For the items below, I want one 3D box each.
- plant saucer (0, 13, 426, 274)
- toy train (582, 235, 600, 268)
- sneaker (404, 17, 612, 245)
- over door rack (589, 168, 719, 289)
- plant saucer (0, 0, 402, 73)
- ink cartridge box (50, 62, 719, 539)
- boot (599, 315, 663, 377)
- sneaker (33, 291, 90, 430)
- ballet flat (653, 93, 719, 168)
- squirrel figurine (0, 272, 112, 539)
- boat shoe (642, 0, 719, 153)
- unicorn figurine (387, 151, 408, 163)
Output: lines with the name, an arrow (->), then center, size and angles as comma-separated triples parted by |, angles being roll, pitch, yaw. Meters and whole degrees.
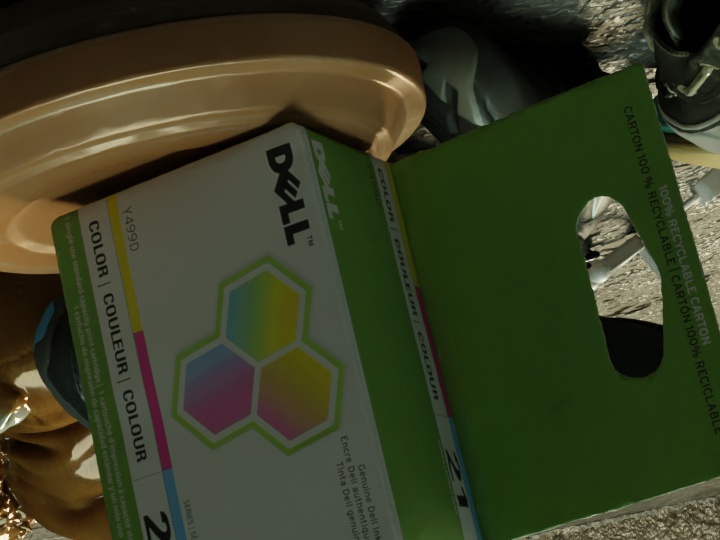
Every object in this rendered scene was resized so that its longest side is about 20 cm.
plant saucer -> -0.072, -0.038, 0.766 | 0.198, 0.033, 0.200 | -12, 167, -3
toy train -> 0.084, 0.003, 1.090 | 0.045, 0.034, 0.200 | -9, -169, 18
sneaker -> 0.069, -0.066, 0.876 | 0.079, 0.075, 0.200 | -43, 158, 1
over door rack -> 0.201, 0.030, 1.185 | 0.066, 0.148, 0.200 | -39, 176, -20
plant saucer -> -0.081, -0.064, 0.776 | 0.198, 0.030, 0.200 | -12, 168, -3
ink cartridge box -> 0.010, 0.023, 0.709 | 0.199, 0.149, 0.076 | -21, 164, 23
boot -> 0.070, 0.026, 0.899 | 0.196, 0.074, 0.163 | 10, 161, 6
sneaker -> -0.043, 0.059, 0.913 | 0.199, 0.074, 0.082 | 26, 170, -20
ballet flat -> 0.224, -0.072, 0.939 | 0.198, 0.069, 0.063 | -17, 123, 14
squirrel figurine -> -0.156, 0.061, 1.003 | 0.198, 0.143, 0.187 | -18, 160, 9
boat shoe -> 0.143, -0.097, 0.808 | 0.063, 0.071, 0.200 | 22, 169, -8
unicorn figurine -> 0.000, 0.000, 1.027 | 0.198, 0.075, 0.137 | -14, 163, 13
